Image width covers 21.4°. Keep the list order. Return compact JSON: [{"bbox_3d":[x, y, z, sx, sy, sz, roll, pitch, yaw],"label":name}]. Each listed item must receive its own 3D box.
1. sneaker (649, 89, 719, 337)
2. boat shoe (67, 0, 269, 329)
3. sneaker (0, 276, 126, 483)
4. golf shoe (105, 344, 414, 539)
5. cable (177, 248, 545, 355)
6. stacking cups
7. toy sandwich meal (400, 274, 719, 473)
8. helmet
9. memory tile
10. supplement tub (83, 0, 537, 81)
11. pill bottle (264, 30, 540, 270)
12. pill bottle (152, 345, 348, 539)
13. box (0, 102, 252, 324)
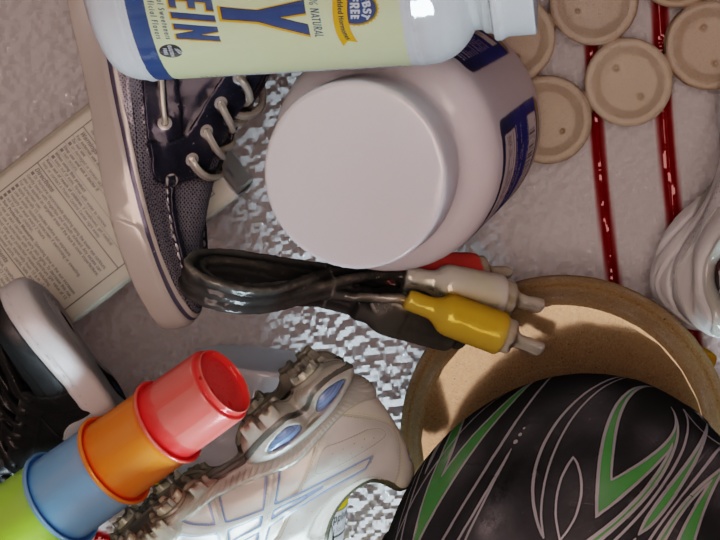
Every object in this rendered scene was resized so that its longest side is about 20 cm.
[{"bbox_3d":[0.229,-0.050,1.026,0.078,0.099,0.201,16,101,-13],"label":"sneaker"},{"bbox_3d":[-0.085,-0.074,0.982,0.092,0.075,0.201,-12,96,10],"label":"boat shoe"},{"bbox_3d":[-0.185,0.083,1.017,0.112,0.200,0.073,-31,65,-5],"label":"sneaker"},{"bbox_3d":[-0.060,0.135,0.976,0.200,0.078,0.097,-40,102,5],"label":"golf shoe"},{"bbox_3d":[0.000,0.000,0.999,0.199,0.097,0.050,15,119,-24],"label":"cable"},{"bbox_3d":[-0.141,0.104,0.975,0.200,0.061,0.061,-37,93,21],"label":"stacking cups"},{"bbox_3d":[0.123,0.095,1.075,0.204,0.070,0.206,1,97,10],"label":"toy sandwich meal"},{"bbox_3d":[0.104,0.150,0.949,0.199,0.191,0.201,1,96,10],"label":"helmet"},{"bbox_3d":[0.119,-0.173,1.065,0.153,0.017,0.201,-25,94,6],"label":"memory tile"},{"bbox_3d":[-0.021,-0.164,0.874,0.199,0.145,0.146,-3,97,7],"label":"supplement tub"},{"bbox_3d":[0.021,-0.065,0.984,0.119,0.200,0.120,3,102,14],"label":"pill bottle"},{"bbox_3d":[-0.064,0.148,1.068,0.111,0.111,0.201,7,96,3],"label":"pill bottle"},{"bbox_3d":[-0.167,-0.022,1.071,0.200,0.078,0.095,-36,93,7],"label":"box"}]
